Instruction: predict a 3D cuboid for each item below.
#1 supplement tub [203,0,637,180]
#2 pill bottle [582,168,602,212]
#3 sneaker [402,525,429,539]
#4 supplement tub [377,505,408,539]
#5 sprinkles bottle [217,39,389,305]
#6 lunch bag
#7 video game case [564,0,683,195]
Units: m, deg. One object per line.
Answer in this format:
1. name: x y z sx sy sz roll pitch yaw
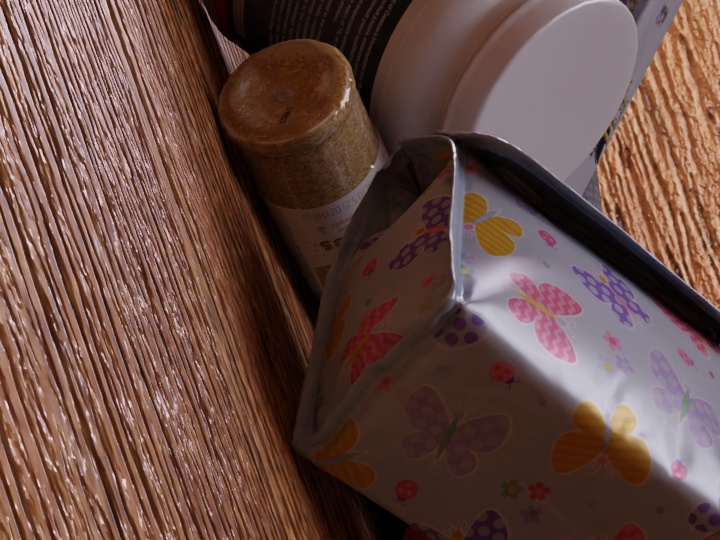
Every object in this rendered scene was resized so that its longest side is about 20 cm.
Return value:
1. supplement tub: 0.027 -0.133 1.226 0.200 0.140 0.140 39 -12 30
2. pill bottle: 0.080 -0.055 1.378 0.114 0.113 0.201 53 31 -75
3. sneaker: 0.060 0.194 1.084 0.079 0.075 0.200 -83 155 -44
4. supplement tub: 0.077 0.123 1.179 0.123 0.122 0.200 -93 162 -77
5. sprinkles bottle: -0.008 -0.026 1.191 0.200 0.068 0.068 64 7 -49
6. lunch bag: 0.074 0.033 1.024 0.169 0.127 0.200 37 26 -14
7. video game case: 0.065 -0.140 1.318 0.200 0.182 0.045 25 -5 29
